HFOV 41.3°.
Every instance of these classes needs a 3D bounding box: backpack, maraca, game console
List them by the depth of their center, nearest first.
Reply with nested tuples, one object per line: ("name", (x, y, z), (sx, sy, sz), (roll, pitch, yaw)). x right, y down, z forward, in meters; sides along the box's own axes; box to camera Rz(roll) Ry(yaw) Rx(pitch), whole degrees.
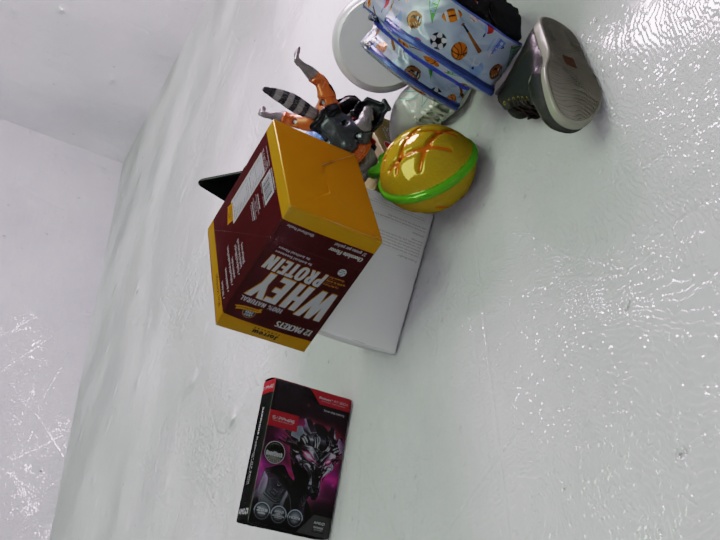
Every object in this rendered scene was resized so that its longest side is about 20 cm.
("backpack", (0.100, -0.291, 1.176), (0.155, 0.199, 0.191), (-66, 27, 12))
("maraca", (0.080, -0.139, 1.260), (0.136, 0.107, 0.200), (-30, 27, -7))
("game console", (-0.134, -0.170, 1.538), (0.198, 0.117, 0.177), (-8, 41, 19))

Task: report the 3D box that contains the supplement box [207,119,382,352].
("supplement box", (-0.094, -0.044, 1.246), (0.200, 0.132, 0.198), (-54, 31, 29))

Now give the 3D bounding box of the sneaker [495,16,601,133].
("sneaker", (0.210, -0.192, 1.083), (0.201, 0.074, 0.107), (-84, 20, -49))

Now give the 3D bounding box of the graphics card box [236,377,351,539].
("graphics card box", (-0.090, 0.261, 1.321), (0.051, 0.125, 0.202), (-25, 50, 58))

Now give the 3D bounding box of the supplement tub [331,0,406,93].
("supplement tub", (0.030, -0.342, 1.429), (0.200, 0.144, 0.146), (-89, 23, -76))

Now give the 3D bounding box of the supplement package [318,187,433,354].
("supplement package", (0.000, 0.000, 1.324), (0.120, 0.121, 0.202), (2, 73, 65))

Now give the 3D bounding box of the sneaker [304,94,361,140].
("sneaker", (-0.063, -0.222, 1.651), (0.201, 0.077, 0.111), (-56, 15, -22))

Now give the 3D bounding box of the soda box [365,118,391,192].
("soda box", (0.033, -0.169, 1.454), (0.068, 0.064, 0.200), (-60, 25, 24))

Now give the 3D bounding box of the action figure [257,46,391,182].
("action figure", (-0.061, -0.186, 1.356), (0.200, 0.193, 0.105), (-53, -1, 16))

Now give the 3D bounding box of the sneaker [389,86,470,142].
("sneaker", (0.104, -0.241, 1.345), (0.201, 0.070, 0.081), (-56, 30, 30))
